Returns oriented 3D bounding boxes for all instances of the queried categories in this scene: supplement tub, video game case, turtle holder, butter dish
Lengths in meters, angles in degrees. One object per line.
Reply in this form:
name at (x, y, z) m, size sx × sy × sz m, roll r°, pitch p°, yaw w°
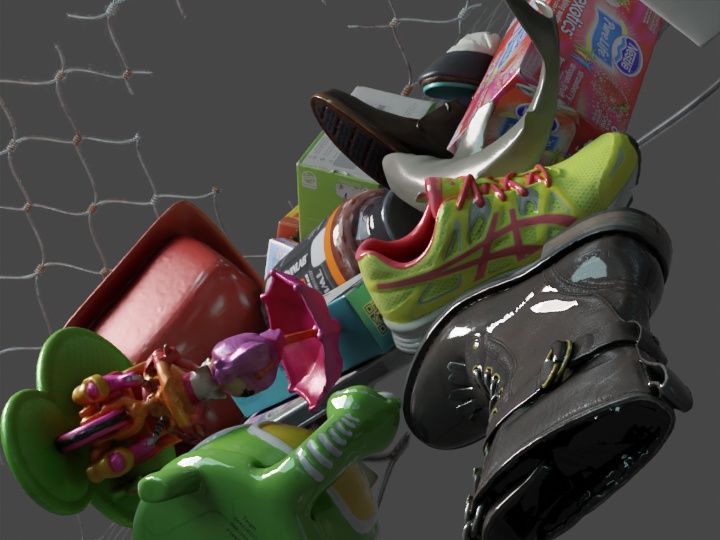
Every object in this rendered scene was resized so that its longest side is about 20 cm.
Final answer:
supplement tub at (0.000, 0.000, 0.908) m, size 0.200 × 0.107 × 0.107 m, roll -40°, pitch 16°, yaw 52°
video game case at (-0.010, 0.079, 0.826) m, size 0.200 × 0.018 × 0.143 m, roll -32°, pitch 2°, yaw 13°
turtle holder at (-0.054, 0.143, 0.641) m, size 0.132 × 0.141 × 0.186 m, roll -27°, pitch -52°, yaw -55°
butter dish at (-0.138, 0.073, 0.982) m, size 0.148 × 0.199 × 0.200 m, roll 16°, pitch 62°, yaw 50°

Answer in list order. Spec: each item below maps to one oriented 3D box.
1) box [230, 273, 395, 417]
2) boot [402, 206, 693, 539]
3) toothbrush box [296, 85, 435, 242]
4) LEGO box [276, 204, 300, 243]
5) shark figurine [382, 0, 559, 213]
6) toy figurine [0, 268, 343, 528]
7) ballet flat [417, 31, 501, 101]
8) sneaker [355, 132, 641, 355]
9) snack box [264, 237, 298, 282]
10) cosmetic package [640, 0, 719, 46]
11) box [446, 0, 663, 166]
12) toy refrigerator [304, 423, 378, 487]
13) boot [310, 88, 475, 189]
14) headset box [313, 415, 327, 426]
box at (-0.027, 0.049, 0.822) m, size 0.082 × 0.049 × 0.200 m, roll -37°, pitch 4°, yaw -39°
boot at (0.071, 0.064, 0.501) m, size 0.200 × 0.069 × 0.174 m, roll -48°, pitch 9°, yaw 34°
toothbrush box at (0.008, -0.053, 1.053) m, size 0.146 × 0.086 × 0.200 m, roll -58°, pitch -25°, yaw -44°
LEGO box at (-0.041, -0.005, 1.260) m, size 0.200 × 0.077 × 0.149 m, roll -54°, pitch -25°, yaw -70°
shark figurine at (0.077, -0.077, 0.726) m, size 0.089 × 0.128 × 0.214 m, roll -15°, pitch -21°, yaw -36°
toy figurine at (-0.102, 0.069, 0.702) m, size 0.184 × 0.150 × 0.200 m, roll -27°, pitch -5°, yaw 14°
ballet flat at (0.113, -0.170, 0.955) m, size 0.073 × 0.073 × 0.200 m, roll -52°, pitch -31°, yaw 19°
sneaker at (0.083, -0.032, 0.684) m, size 0.200 × 0.090 × 0.078 m, roll -36°, pitch 14°, yaw 9°
snack box at (-0.078, 0.070, 1.149) m, size 0.024 × 0.072 × 0.200 m, roll -7°, pitch -68°, yaw -43°
cosmetic package at (0.234, -0.296, 0.716) m, size 0.166 × 0.167 × 0.200 m, roll -48°, pitch 10°, yaw 49°
box at (0.156, -0.150, 0.843) m, size 0.100 × 0.095 × 0.200 m, roll -48°, pitch 10°, yaw 47°
toy refrigerator at (-0.075, 0.210, 0.783) m, size 0.200 × 0.070 × 0.076 m, roll -52°, pitch 6°, yaw -15°
boot at (0.061, -0.110, 0.896) m, size 0.097 × 0.200 × 0.075 m, roll -53°, pitch -5°, yaw -20°
headset box at (-0.102, 0.189, 1.046) m, size 0.149 × 0.075 × 0.200 m, roll -48°, pitch 10°, yaw 41°
